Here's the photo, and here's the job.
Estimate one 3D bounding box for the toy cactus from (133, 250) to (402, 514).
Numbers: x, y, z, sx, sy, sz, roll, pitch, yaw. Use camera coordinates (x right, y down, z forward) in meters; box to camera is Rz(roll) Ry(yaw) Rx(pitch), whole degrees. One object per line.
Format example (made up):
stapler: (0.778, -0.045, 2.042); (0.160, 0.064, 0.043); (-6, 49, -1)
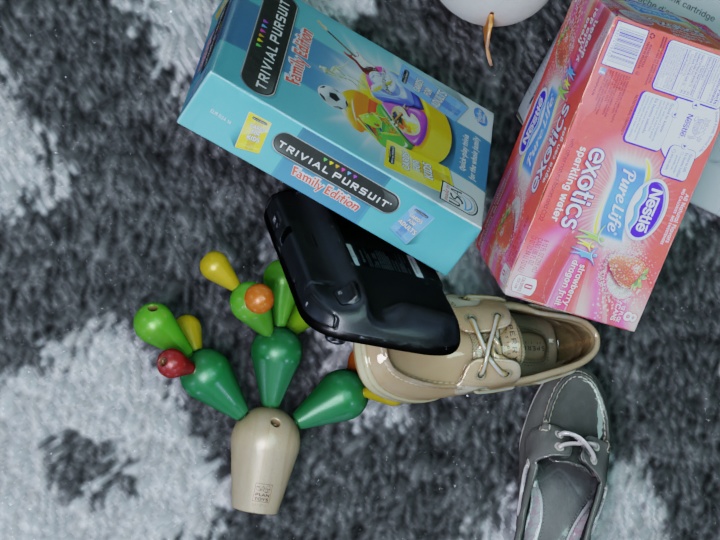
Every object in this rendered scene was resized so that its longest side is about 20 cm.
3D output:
toy cactus: (-0.050, 0.076, 1.473); (0.199, 0.102, 0.166); (8, 91, -27)

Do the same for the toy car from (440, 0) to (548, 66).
toy car: (0.094, -0.242, 1.539); (0.184, 0.177, 0.201); (8, 110, -3)

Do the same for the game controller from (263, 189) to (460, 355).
game controller: (0.000, 0.000, 1.445); (0.104, 0.200, 0.042); (19, 110, -19)

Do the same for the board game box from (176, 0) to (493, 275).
board game box: (-0.011, -0.099, 1.474); (0.200, 0.047, 0.151); (30, 31, -12)

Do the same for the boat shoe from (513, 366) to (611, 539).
boat shoe: (0.136, 0.160, 1.530); (0.067, 0.057, 0.201); (18, 79, -14)

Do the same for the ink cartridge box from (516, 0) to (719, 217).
ink cartridge box: (0.239, -0.151, 1.564); (0.199, 0.041, 0.200); (23, 105, -13)

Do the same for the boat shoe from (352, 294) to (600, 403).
boat shoe: (0.077, 0.045, 1.479); (0.200, 0.064, 0.072); (-4, 85, -47)

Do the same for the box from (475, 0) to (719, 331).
box: (0.165, -0.075, 1.508); (0.102, 0.095, 0.201); (16, 107, -15)
